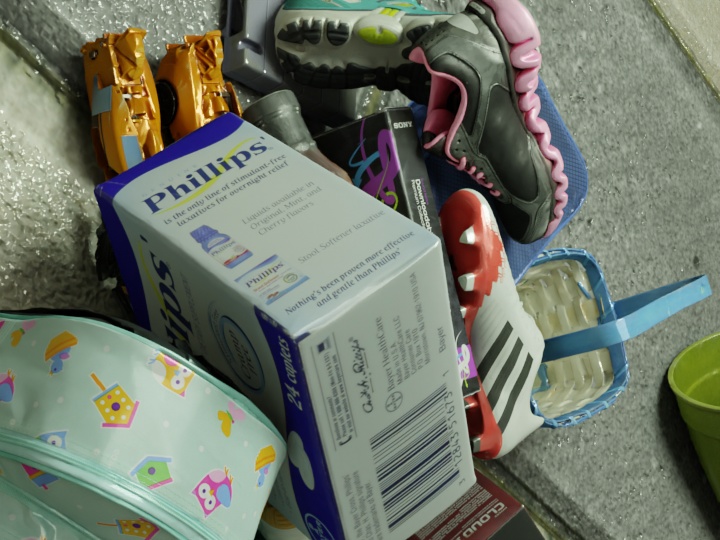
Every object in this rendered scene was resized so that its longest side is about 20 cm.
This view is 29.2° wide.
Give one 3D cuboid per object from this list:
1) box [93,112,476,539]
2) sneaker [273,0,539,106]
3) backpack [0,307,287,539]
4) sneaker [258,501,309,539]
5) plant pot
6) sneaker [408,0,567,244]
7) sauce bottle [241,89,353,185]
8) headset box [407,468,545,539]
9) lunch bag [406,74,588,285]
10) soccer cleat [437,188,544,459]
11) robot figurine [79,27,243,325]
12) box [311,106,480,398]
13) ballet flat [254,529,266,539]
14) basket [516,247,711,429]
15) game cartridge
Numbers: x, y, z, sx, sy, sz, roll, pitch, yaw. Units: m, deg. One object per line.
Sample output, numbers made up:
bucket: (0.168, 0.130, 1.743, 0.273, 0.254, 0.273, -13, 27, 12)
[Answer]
box: (-0.042, 0.038, 0.796, 0.104, 0.199, 0.186, -32, 132, -25)
sneaker: (0.036, -0.176, 1.012, 0.078, 0.197, 0.080, 100, 1, -45)
backpack: (-0.144, 0.105, 0.726, 0.176, 0.198, 0.155, 43, 54, -34)
sneaker: (-0.052, 0.111, 0.928, 0.201, 0.075, 0.088, -93, 172, -49)
plant pot: (0.432, 0.182, 1.425, 0.200, 0.198, 0.195, -37, 119, -49)
sneaker: (0.083, -0.094, 0.962, 0.095, 0.079, 0.202, -32, 127, -18)
sauce bottle: (-0.022, -0.022, 0.920, 0.066, 0.066, 0.202, -16, 75, -51)
headset box: (0.087, 0.212, 0.971, 0.077, 0.200, 0.150, -38, 112, -11)
lunch bag: (0.075, -0.068, 1.094, 0.200, 0.131, 0.137, -45, 113, -33)
soccer cleat: (0.093, 0.037, 0.988, 0.084, 0.068, 0.203, -17, 108, -34)
robot figurine: (-0.119, -0.057, 0.916, 0.144, 0.058, 0.203, -10, 87, -48)
box: (0.000, 0.000, 0.976, 0.036, 0.142, 0.203, -14, 90, -48)
ballet flat: (-0.091, 0.187, 0.853, 0.200, 0.070, 0.072, -1, 77, -86)
basket: (0.166, 0.052, 1.113, 0.175, 0.198, 0.141, -15, 91, -52)
game cartridge: (-0.050, -0.223, 1.073, 0.129, 0.038, 0.203, 25, 60, -48)
